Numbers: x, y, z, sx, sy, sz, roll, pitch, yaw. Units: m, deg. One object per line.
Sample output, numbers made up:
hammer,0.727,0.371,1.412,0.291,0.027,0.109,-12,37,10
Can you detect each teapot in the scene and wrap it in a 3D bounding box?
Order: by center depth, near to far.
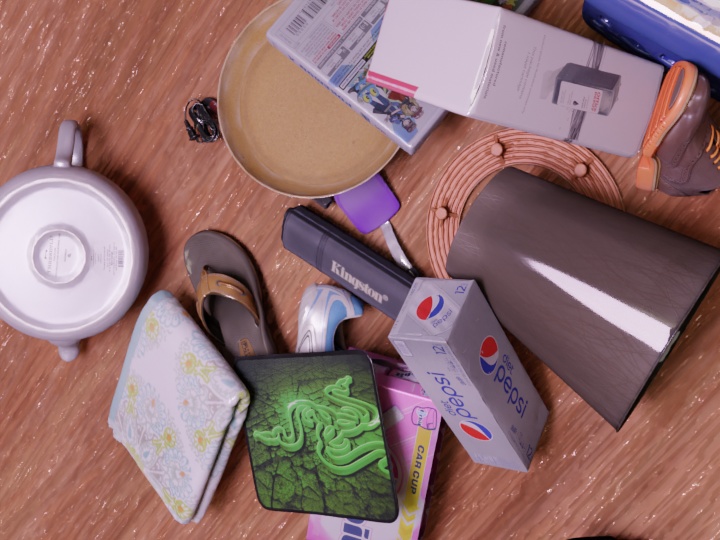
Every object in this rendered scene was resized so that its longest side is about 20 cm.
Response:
teapot,-0.323,-0.027,1.081,0.200,0.146,0.198,-43,102,-3

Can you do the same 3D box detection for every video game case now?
video game case,0.041,-0.237,0.910,0.182,0.022,0.201,39,83,13

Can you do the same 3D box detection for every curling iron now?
curling iron,-0.107,-0.121,1.031,0.198,0.025,0.050,33,102,17

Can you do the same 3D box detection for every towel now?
towel,-0.198,0.150,1.065,0.171,0.048,0.202,42,124,30

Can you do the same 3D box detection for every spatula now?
spatula,0.040,-0.014,0.986,0.056,0.020,0.202,-34,84,24

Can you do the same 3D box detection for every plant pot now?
plant pot,0.291,-0.243,0.761,0.198,0.179,0.202,34,108,14
plant pot,-0.040,-0.166,0.939,0.196,0.027,0.205,-2,82,12

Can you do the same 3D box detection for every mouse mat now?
mouse mat,-0.049,0.160,0.956,0.198,0.007,0.164,-8,94,42

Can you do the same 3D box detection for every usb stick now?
usb stick,0.000,0.000,0.987,0.198,0.032,0.056,33,128,22

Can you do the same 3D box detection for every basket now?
basket,0.184,0.008,0.851,0.199,0.135,0.183,35,119,19

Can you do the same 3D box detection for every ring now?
ring,0.153,-0.034,0.937,0.197,0.019,0.205,3,98,23

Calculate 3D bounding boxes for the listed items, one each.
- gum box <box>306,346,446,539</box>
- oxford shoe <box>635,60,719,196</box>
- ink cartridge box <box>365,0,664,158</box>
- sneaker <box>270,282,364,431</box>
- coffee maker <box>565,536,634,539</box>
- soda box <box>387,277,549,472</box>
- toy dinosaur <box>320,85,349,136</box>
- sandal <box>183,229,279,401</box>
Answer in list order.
gum box,0.020,0.181,0.975,0.111,0.066,0.204,13,111,12
oxford shoe,0.267,-0.108,0.787,0.072,0.200,0.073,20,85,15
ink cartridge box,0.128,-0.162,0.810,0.145,0.197,0.086,32,108,50
sneaker,-0.046,0.114,1.017,0.071,0.072,0.204,17,108,8
coffee maker,0.214,0.355,0.872,0.133,0.190,0.204,19,103,36
soda box,0.102,0.096,0.884,0.063,0.069,0.201,2,141,37
toy dinosaur,-0.024,-0.185,0.971,0.197,0.058,0.103,-19,89,24
sandal,-0.143,0.045,1.042,0.081,0.054,0.203,-27,71,25
